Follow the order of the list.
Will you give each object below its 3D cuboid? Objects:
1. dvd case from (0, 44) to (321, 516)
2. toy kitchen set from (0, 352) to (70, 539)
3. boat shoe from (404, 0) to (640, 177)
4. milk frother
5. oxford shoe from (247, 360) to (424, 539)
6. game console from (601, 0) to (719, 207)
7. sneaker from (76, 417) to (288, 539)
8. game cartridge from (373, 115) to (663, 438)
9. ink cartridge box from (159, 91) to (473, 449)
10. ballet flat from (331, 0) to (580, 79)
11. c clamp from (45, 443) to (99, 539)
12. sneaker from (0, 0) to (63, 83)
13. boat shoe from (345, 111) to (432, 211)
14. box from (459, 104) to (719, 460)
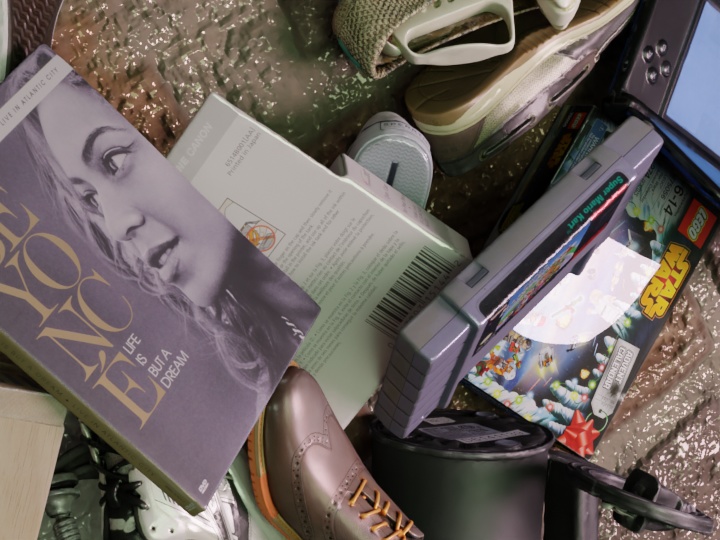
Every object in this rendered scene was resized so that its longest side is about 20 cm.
[{"bbox_3d":[-0.118,0.000,0.630,0.200,0.016,0.149,44,43,-13],"label":"dvd case"},{"bbox_3d":[-0.256,0.024,0.621,0.200,0.180,0.164,14,90,-30],"label":"toy kitchen set"},{"bbox_3d":[0.107,-0.133,0.837,0.200,0.073,0.065,-36,134,-24],"label":"boat shoe"},{"bbox_3d":[0.100,0.194,0.793,0.180,0.200,0.189,0,97,-17],"label":"milk frother"},{"bbox_3d":[-0.002,0.132,0.721,0.071,0.073,0.200,-53,131,-44],"label":"oxford shoe"},{"bbox_3d":[0.267,-0.089,0.859,0.200,0.118,0.171,28,79,-37],"label":"game console"},{"bbox_3d":[-0.111,0.103,0.693,0.200,0.076,0.088,54,46,-21],"label":"sneaker"},{"bbox_3d":[0.091,0.006,0.757,0.038,0.130,0.200,44,68,10],"label":"game cartridge"},{"bbox_3d":[-0.064,0.019,0.741,0.176,0.045,0.200,33,108,-16],"label":"ink cartridge box"},{"bbox_3d":[0.083,-0.165,0.791,0.200,0.068,0.075,-24,62,-4],"label":"ballet flat"},{"bbox_3d":[-0.128,0.178,0.703,0.171,0.027,0.200,20,44,-55],"label":"c clamp"},{"bbox_3d":[-0.206,-0.139,0.687,0.073,0.084,0.201,37,54,-65],"label":"sneaker"},{"bbox_3d":[0.000,0.000,0.797,0.073,0.067,0.200,19,111,-9],"label":"boat shoe"},{"bbox_3d":[0.146,0.009,0.883,0.137,0.040,0.200,33,82,-25],"label":"box"}]
